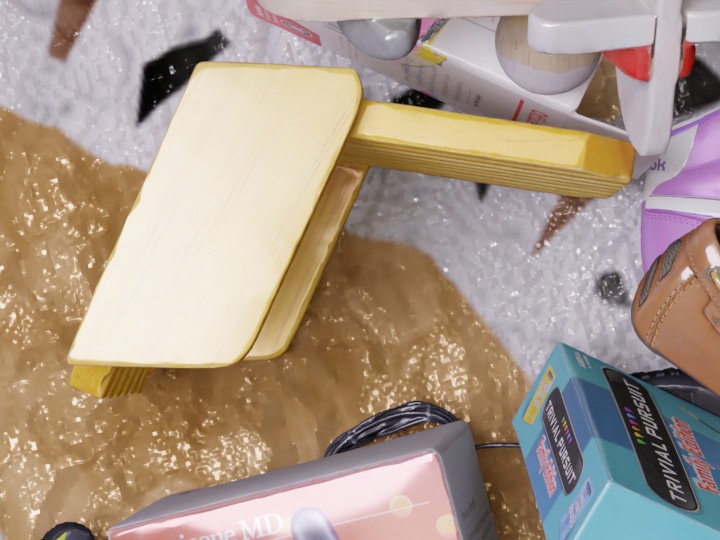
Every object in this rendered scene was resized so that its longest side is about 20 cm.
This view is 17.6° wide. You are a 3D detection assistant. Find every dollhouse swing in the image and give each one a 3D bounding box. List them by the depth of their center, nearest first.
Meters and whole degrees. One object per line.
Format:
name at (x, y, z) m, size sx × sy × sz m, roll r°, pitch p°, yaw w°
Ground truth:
dollhouse swing at (0.000, 0.000, 0.993) m, size 0.175 × 0.200 × 0.182 m, roll 24°, pitch 89°, yaw 2°

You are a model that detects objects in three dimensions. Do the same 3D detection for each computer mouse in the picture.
computer mouse at (0.080, 0.078, 1.076) m, size 0.199 × 0.034 × 0.059 m, roll -6°, pitch 106°, yaw 7°

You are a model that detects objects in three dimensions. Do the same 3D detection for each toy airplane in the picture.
toy airplane at (0.088, -0.116, 0.909) m, size 0.200 × 0.141 × 0.199 m, roll 29°, pitch 52°, yaw 16°

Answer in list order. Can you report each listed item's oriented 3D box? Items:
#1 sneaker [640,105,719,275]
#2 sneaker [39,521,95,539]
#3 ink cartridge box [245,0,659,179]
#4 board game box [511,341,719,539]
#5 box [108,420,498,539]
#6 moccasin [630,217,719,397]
sneaker at (0.227, -0.036, 1.052) m, size 0.200 × 0.073 × 0.115 m, roll 0°, pitch 85°, yaw 2°
sneaker at (-0.134, 0.214, 1.062) m, size 0.081 × 0.074 × 0.201 m, roll 7°, pitch 96°, yaw -4°
ink cartridge box at (0.050, -0.113, 1.037) m, size 0.199 × 0.116 × 0.068 m, roll 25°, pitch 86°, yaw 1°
board game box at (0.169, 0.115, 0.983) m, size 0.200 × 0.151 × 0.047 m, roll 26°, pitch 106°, yaw -12°
box at (-0.006, 0.184, 1.021) m, size 0.152 × 0.106 × 0.201 m, roll -15°, pitch 91°, yaw 10°
moccasin at (0.215, 0.045, 1.002) m, size 0.201 × 0.074 × 0.078 m, roll 39°, pitch 133°, yaw -5°
